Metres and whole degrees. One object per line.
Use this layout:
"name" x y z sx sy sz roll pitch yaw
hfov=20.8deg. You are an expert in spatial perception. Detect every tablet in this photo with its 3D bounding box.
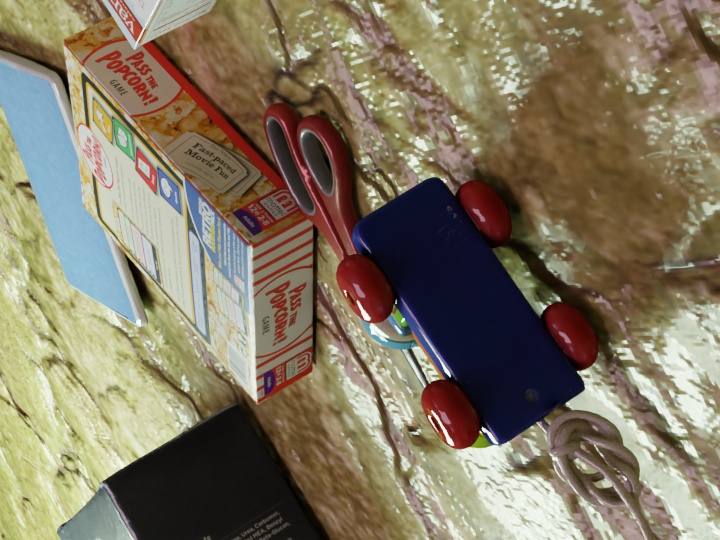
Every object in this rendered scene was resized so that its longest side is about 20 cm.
"tablet" -0.212 -0.061 1.414 0.130 0.014 0.201 24 136 54

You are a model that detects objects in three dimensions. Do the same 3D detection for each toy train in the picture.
"toy train" 0.066 0.062 0.932 0.200 0.084 0.116 56 166 11

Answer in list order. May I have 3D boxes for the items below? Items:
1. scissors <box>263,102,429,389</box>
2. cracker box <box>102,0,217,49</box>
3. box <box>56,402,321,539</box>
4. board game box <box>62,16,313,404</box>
"scissors" 0.000 0.000 1.070 0.073 0.014 0.201 3 120 59
"cracker box" -0.107 -0.215 0.982 0.134 0.058 0.200 57 154 5
"box" -0.104 0.223 1.388 0.200 0.117 0.197 58 156 4
"board game box" -0.104 -0.037 1.188 0.200 0.046 0.152 46 153 29
